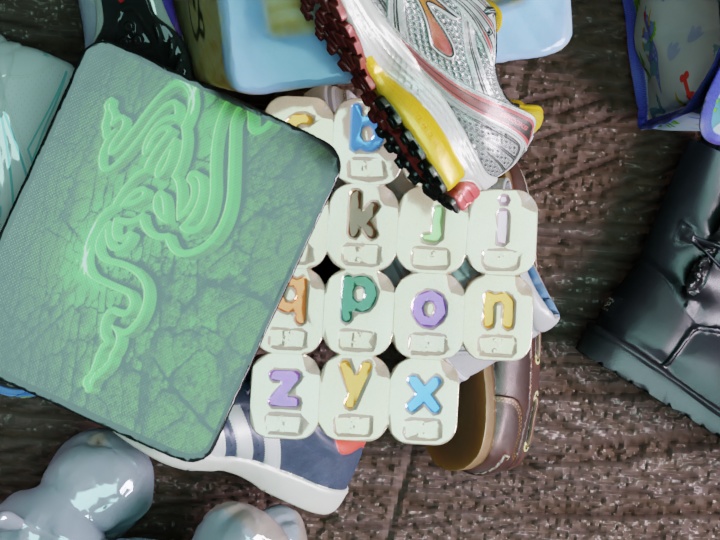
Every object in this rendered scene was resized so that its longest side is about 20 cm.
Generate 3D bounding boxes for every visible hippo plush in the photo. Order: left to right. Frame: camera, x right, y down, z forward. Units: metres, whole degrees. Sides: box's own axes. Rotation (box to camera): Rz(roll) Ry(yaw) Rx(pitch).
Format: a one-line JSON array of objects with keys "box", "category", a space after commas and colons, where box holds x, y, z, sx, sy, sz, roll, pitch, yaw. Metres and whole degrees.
[{"box": [-0.145, 0.189, 1.368, 0.161, 0.159, 0.200, 33, 72, 17], "category": "hippo plush"}]

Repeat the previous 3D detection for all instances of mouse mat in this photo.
[{"box": [-0.119, -0.010, 1.288, 0.161, 0.008, 0.200, 24, 89, -6], "category": "mouse mat"}]

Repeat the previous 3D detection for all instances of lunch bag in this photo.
[{"box": [0.264, -0.146, 1.357, 0.170, 0.200, 0.128, -9, 89, -11], "category": "lunch bag"}]

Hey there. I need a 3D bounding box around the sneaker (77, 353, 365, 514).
[{"box": [-0.077, 0.076, 1.360, 0.200, 0.075, 0.085, 22, 101, -38], "category": "sneaker"}]

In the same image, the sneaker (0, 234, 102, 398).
[{"box": [-0.143, -0.001, 1.325, 0.199, 0.071, 0.083, -33, 144, -3], "category": "sneaker"}]

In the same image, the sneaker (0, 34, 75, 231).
[{"box": [-0.212, -0.035, 1.345, 0.080, 0.070, 0.201, 16, 92, -16], "category": "sneaker"}]

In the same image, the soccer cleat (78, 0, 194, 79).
[{"box": [-0.135, -0.153, 1.346, 0.068, 0.073, 0.200, -10, 101, 10], "category": "soccer cleat"}]

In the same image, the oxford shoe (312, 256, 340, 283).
[{"box": [-0.091, 0.018, 1.373, 0.200, 0.073, 0.071, -26, 102, -7], "category": "oxford shoe"}]

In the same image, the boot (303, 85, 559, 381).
[{"box": [0.046, -0.037, 1.365, 0.095, 0.074, 0.200, -28, 82, 15], "category": "boot"}]

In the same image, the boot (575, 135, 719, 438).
[{"box": [0.256, 0.026, 1.443, 0.200, 0.076, 0.168, 31, 93, -7], "category": "boot"}]

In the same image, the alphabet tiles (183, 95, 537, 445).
[{"box": [0.000, 0.000, 1.307, 0.200, 0.015, 0.196, 2, 91, -1], "category": "alphabet tiles"}]

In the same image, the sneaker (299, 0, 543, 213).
[{"box": [0.023, -0.131, 1.180, 0.082, 0.078, 0.200, -37, 112, -10], "category": "sneaker"}]

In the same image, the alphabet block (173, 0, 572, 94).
[{"box": [-0.006, -0.207, 1.300, 0.196, 0.200, 0.196, -7, 97, -11], "category": "alphabet block"}]

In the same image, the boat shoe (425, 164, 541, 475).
[{"box": [0.078, 0.026, 1.416, 0.070, 0.070, 0.200, 6, 90, -49], "category": "boat shoe"}]
